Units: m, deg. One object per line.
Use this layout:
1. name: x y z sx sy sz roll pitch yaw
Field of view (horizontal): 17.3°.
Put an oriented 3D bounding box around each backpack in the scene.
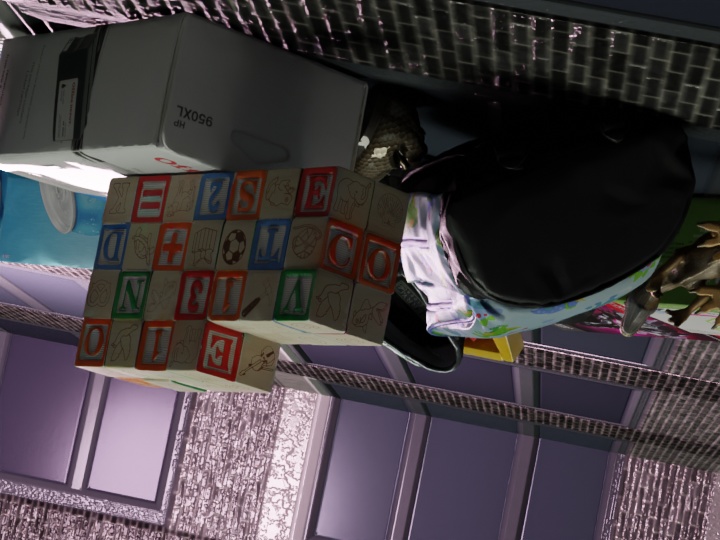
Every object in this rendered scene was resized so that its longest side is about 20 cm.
1. backpack: 0.093 -0.024 1.417 0.162 0.155 0.200 -20 -162 -20

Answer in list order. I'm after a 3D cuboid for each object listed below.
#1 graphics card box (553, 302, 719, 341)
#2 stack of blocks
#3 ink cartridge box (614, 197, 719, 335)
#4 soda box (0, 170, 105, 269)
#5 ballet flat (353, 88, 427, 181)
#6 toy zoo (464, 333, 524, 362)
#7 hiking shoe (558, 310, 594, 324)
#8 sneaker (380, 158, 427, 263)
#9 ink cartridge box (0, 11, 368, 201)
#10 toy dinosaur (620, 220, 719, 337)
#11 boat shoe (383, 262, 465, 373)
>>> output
1. graphics card box: 0.196 0.014 1.820 0.199 0.051 0.125 5 168 46
2. stack of blocks: -0.070 0.007 1.335 0.058 0.116 0.199 19 166 -42
3. ink cartridge box: 0.287 0.013 1.589 0.147 0.076 0.199 4 168 43
4. soda box: -0.159 -0.041 1.679 0.198 0.068 0.064 5 -153 -17
5. ballet flat: 0.001 -0.069 1.490 0.046 0.068 0.200 22 164 -11
6. toy zoo: 0.048 0.011 1.857 0.199 0.021 0.132 10 142 40
7. hiking shoe: 0.083 0.010 1.750 0.199 0.076 0.101 15 142 18
8. sneaker: 0.065 -0.030 1.638 0.199 0.076 0.078 16 174 -19
9. ink cartridge box: -0.114 -0.089 1.425 0.144 0.085 0.199 17 169 -38
10. toy dinosaur: 0.230 -0.017 1.391 0.199 0.061 0.106 -22 -173 23
11. boat shoe: 0.000 0.000 1.655 0.072 0.068 0.200 -35 117 23
